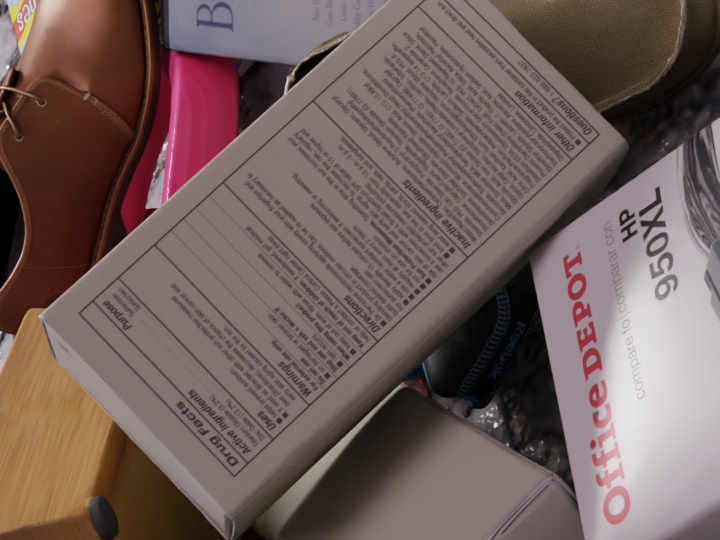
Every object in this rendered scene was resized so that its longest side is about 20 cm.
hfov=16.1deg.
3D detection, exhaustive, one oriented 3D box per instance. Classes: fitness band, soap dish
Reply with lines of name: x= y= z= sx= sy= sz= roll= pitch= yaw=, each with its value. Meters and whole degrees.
fitness band: x=-0.091 y=-0.010 z=1.165 sx=0.144 sy=0.037 sz=0.200 roll=123 pitch=153 yaw=-58
soap dish: x=-0.099 y=0.116 z=1.009 sx=0.081 sy=0.157 sz=0.200 roll=-21 pitch=22 yaw=13

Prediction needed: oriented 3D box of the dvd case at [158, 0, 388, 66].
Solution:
dvd case: x=0.001 y=-0.153 z=1.079 sx=0.200 sy=0.018 sz=0.143 roll=10 pitch=111 yaw=27

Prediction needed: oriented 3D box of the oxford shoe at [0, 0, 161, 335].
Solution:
oxford shoe: x=-0.140 y=-0.068 z=1.152 sx=0.071 sy=0.071 sz=0.200 roll=2 pitch=83 yaw=42

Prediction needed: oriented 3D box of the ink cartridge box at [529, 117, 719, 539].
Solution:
ink cartridge box: x=0.162 y=0.013 z=0.852 sx=0.200 sy=0.084 sz=0.145 roll=-37 pitch=44 yaw=32

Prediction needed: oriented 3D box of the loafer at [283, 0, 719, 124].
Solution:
loafer: x=0.053 y=-0.081 z=1.020 sx=0.200 sy=0.067 sz=0.076 roll=-19 pitch=93 yaw=33

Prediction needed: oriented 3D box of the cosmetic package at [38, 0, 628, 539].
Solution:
cosmetic package: x=-0.009 y=-0.007 z=0.934 sx=0.200 sy=0.104 sz=0.073 roll=-42 pitch=-8 yaw=-11

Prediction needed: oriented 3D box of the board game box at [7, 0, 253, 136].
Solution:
board game box: x=-0.118 y=-0.179 z=1.291 sx=0.103 sy=0.105 sz=0.200 roll=-46 pitch=39 yaw=23

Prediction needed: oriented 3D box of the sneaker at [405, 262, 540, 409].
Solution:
sneaker: x=0.000 y=0.000 z=1.068 sx=0.200 sy=0.073 sz=0.082 roll=17 pitch=88 yaw=55

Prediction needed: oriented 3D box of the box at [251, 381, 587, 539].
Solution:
box: x=0.019 y=0.094 z=0.952 sx=0.082 sy=0.068 sz=0.200 roll=-46 pitch=27 yaw=-7
